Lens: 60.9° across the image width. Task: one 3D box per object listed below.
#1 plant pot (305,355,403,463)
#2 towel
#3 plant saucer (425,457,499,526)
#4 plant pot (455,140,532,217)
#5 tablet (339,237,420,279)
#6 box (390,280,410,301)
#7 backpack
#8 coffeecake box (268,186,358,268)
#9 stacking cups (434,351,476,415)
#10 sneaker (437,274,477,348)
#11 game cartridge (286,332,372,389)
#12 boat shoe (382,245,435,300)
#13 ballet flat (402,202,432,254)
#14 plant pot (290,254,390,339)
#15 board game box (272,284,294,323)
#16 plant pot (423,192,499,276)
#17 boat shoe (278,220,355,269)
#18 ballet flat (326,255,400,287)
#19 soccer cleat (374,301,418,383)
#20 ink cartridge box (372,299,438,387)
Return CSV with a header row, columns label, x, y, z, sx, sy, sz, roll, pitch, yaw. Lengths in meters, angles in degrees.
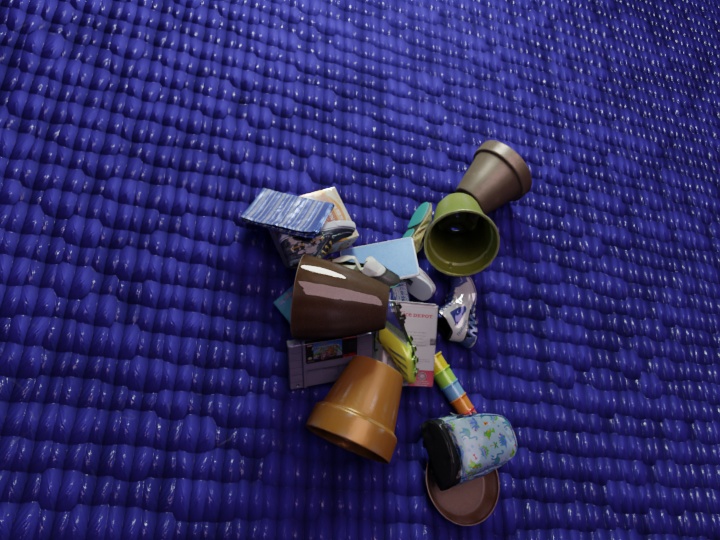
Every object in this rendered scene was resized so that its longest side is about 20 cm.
label,x,y,z,sx,sy,sz,roll,pitch,yaw
plant pot,0.005,0.297,1.350,0.199,0.200,0.184,27,69,-8
towel,-0.175,-0.144,1.490,0.198,0.024,0.145,14,42,11
plant saucer,0.238,0.503,1.464,0.198,0.037,0.202,9,62,-18
plant pot,0.378,-0.254,1.814,0.174,0.200,0.200,-42,86,-16
tablet,0.048,-0.020,1.585,0.198,0.014,0.131,-10,52,3
box,0.022,0.072,1.555,0.198,0.070,0.065,-7,84,-26
backpack,0.266,0.408,1.431,0.198,0.154,0.164,6,56,-34
coffeecake box,-0.129,-0.114,1.585,0.199,0.073,0.155,-20,76,-29
stacking cups,0.231,0.306,1.546,0.060,0.061,0.201,-25,80,-30
sneaker,0.245,0.102,1.635,0.114,0.081,0.201,9,64,-21
game cartridge,-0.070,0.203,1.411,0.198,0.131,0.038,-8,36,-14
boat shoe,0.117,0.003,1.644,0.200,0.074,0.065,45,27,9
ballet flat,0.160,-0.104,1.715,0.070,0.071,0.201,33,57,-5
plant pot,-0.038,0.071,1.346,0.198,0.187,0.188,8,61,4
board game box,-0.088,0.105,1.464,0.151,0.047,0.200,-40,84,8
plant pot,0.272,-0.117,1.682,0.199,0.201,0.185,24,31,-10
boat shoe,-0.097,-0.060,1.496,0.198,0.071,0.092,-12,74,-19
ballet flat,0.000,0.000,1.522,0.198,0.069,0.068,5,38,14
soccer cleat,0.080,0.170,1.426,0.083,0.065,0.202,-16,97,13
ink cartridge box,0.105,0.177,1.500,0.144,0.085,0.202,6,87,-20
